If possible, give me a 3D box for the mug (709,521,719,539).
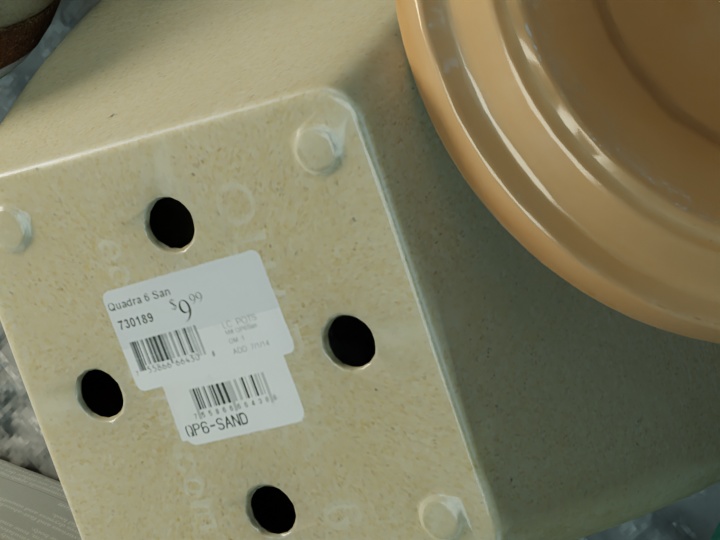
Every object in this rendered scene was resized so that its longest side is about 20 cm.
[{"bbox_3d":[0.153,0.138,0.763,0.152,0.114,0.185,43,111,1],"label":"mug"}]

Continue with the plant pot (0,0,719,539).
[{"bbox_3d":[0.000,0.000,0.775,0.199,0.177,0.201,-12,104,31],"label":"plant pot"}]

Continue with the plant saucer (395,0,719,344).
[{"bbox_3d":[0.107,-0.081,0.687,0.201,0.200,0.032,55,160,-1],"label":"plant saucer"}]

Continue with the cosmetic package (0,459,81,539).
[{"bbox_3d":[-0.168,0.137,0.902,0.106,0.200,0.091,20,117,21],"label":"cosmetic package"}]

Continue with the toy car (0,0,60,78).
[{"bbox_3d":[-0.186,-0.076,0.862,0.158,0.164,0.200,37,131,11],"label":"toy car"}]
